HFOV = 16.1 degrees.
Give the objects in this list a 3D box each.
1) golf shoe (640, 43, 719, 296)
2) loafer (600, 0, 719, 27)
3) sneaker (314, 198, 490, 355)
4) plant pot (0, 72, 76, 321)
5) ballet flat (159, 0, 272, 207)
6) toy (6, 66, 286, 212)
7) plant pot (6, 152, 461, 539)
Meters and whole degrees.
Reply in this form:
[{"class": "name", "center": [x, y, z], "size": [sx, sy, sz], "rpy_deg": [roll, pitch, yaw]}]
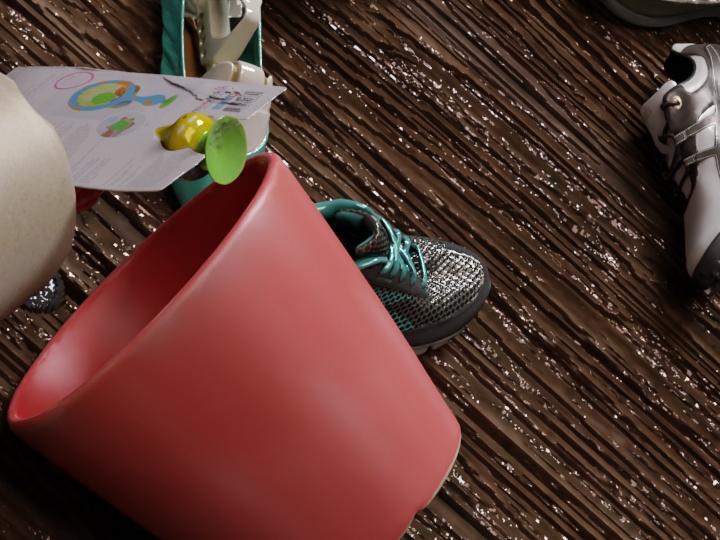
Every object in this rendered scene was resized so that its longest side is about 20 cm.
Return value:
[{"class": "golf shoe", "center": [0.222, -0.070, 1.677], "size": [0.094, 0.078, 0.201], "rpy_deg": [19, 49, -1]}, {"class": "loafer", "center": [0.240, -0.216, 1.771], "size": [0.199, 0.070, 0.076], "rpy_deg": [-4, 64, -35]}, {"class": "sneaker", "center": [0.000, 0.000, 1.463], "size": [0.199, 0.091, 0.078], "rpy_deg": [0, 62, -33]}, {"class": "plant pot", "center": [-0.244, -0.020, 1.265], "size": [0.201, 0.200, 0.183], "rpy_deg": [52, 37, 6]}, {"class": "ballet flat", "center": [-0.084, -0.119, 1.498], "size": [0.067, 0.070, 0.201], "rpy_deg": [10, 57, -28]}, {"class": "toy", "center": [-0.144, -0.063, 1.376], "size": [0.115, 0.199, 0.047], "rpy_deg": [-43, 125, -42]}, {"class": "plant pot", "center": [-0.056, 0.070, 1.330], "size": [0.177, 0.200, 0.201], "rpy_deg": [47, 47, -13]}]
